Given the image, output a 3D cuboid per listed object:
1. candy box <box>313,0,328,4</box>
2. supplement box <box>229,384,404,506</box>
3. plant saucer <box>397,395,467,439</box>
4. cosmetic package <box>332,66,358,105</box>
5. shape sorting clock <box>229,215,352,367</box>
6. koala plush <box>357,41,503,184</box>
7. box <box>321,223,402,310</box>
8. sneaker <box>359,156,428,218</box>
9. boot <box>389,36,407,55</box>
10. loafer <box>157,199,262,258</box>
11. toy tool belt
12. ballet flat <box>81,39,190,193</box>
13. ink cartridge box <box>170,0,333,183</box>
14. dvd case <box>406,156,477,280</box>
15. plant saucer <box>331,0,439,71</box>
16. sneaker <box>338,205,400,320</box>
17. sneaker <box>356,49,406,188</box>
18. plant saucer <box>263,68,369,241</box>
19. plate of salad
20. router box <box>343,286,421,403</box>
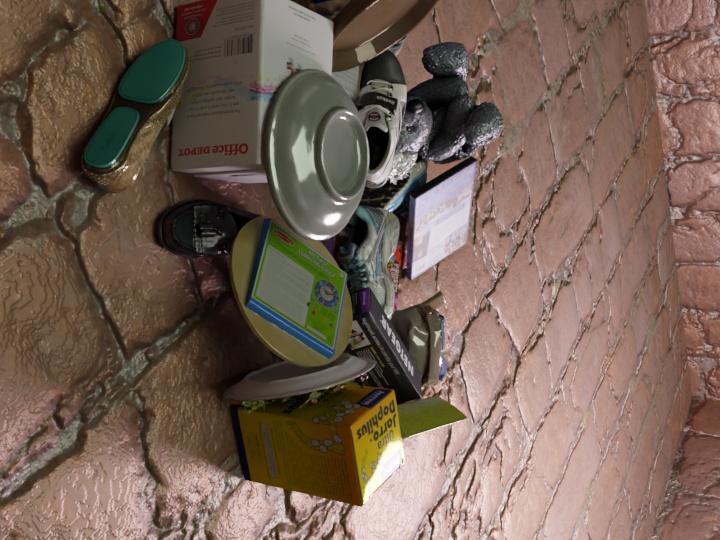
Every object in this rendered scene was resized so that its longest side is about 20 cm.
[{"bbox_3d":[0.025,-0.481,1.173,0.077,0.197,0.171,52,50,-43],"label":"candy box"},{"bbox_3d":[-0.057,0.217,1.075,0.108,0.197,0.112,-30,115,-52],"label":"supplement box"},{"bbox_3d":[0.032,0.235,1.231,0.198,0.198,0.049,1,71,-56],"label":"plant saucer"},{"bbox_3d":[-0.059,-0.219,1.171,0.101,0.073,0.204,7,84,-56],"label":"cosmetic package"},{"bbox_3d":[-0.084,0.025,1.019,0.198,0.039,0.203,26,52,-37],"label":"shape sorting clock"},{"bbox_3d":[0.086,-0.229,1.295,0.198,0.184,0.179,-23,79,-28],"label":"koala plush"},{"bbox_3d":[-0.003,0.005,1.292,0.199,0.039,0.140,13,81,-56],"label":"box"},{"bbox_3d":[0.067,-0.122,1.362,0.200,0.077,0.091,-44,130,-46],"label":"sneaker"},{"bbox_3d":[0.039,-0.364,1.292,0.199,0.094,0.075,-29,115,-52],"label":"boot"},{"bbox_3d":[-0.163,-0.052,1.026,0.199,0.062,0.073,0,89,-57],"label":"loafer"},{"bbox_3d":[0.098,0.141,1.343,0.122,0.124,0.203,-26,127,-36],"label":"toy tool belt"},{"bbox_3d":[-0.246,-0.169,0.913,0.066,0.069,0.202,88,24,-59],"label":"ballet flat"},{"bbox_3d":[-0.130,-0.213,0.998,0.144,0.143,0.204,4,88,-57],"label":"ink cartridge box"},{"bbox_3d":[0.137,-0.087,1.401,0.142,0.018,0.202,-33,145,-25],"label":"dvd case"},{"bbox_3d":[0.027,-0.336,1.085,0.199,0.199,0.030,-27,83,-53],"label":"plant saucer"},{"bbox_3d":[0.000,0.000,1.212,0.086,0.077,0.204,18,69,-42],"label":"sneaker"},{"bbox_3d":[0.030,-0.225,1.182,0.089,0.073,0.204,39,54,-88],"label":"sneaker"},{"bbox_3d":[-0.036,-0.137,0.971,0.199,0.050,0.204,-6,97,-57],"label":"plant saucer"},{"bbox_3d":[-0.075,0.145,1.042,0.199,0.197,0.049,-15,95,-55],"label":"plate of salad"},{"bbox_3d":[-0.014,0.126,1.177,0.052,0.147,0.201,-87,154,-46],"label":"router box"}]
